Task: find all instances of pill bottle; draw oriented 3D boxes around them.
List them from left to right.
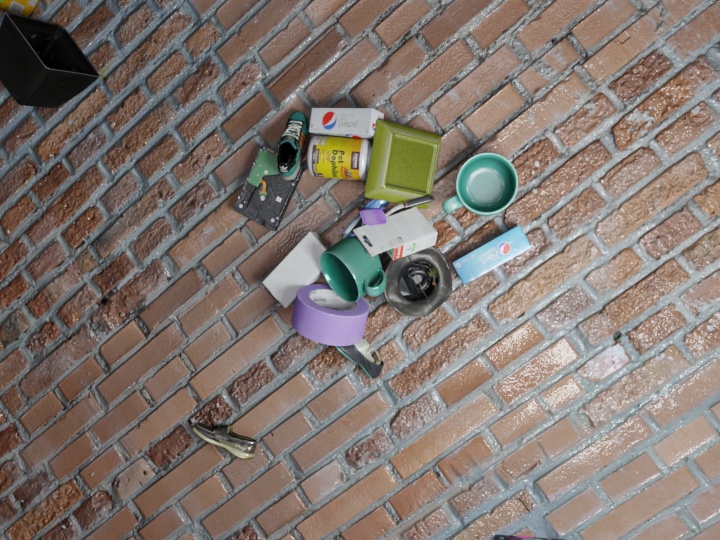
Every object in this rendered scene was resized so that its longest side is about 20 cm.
[{"bbox_3d":[-0.037,-0.300,1.581,0.197,0.109,0.111,6,94,10],"label":"pill bottle"}]

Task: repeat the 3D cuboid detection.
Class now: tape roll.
[{"bbox_3d":[-0.080,0.115,1.558,0.197,0.200,0.086,17,110,9],"label":"tape roll"}]

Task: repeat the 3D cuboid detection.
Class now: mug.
[{"bbox_3d":[-0.006,0.001,1.537,0.114,0.152,0.185,-35,78,-29],"label":"mug"},{"bbox_3d":[0.307,-0.219,1.513,0.182,0.114,0.155,5,94,10],"label":"mug"}]

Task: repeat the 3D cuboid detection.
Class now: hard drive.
[{"bbox_3d":[-0.258,-0.231,1.661,0.138,0.038,0.202,26,98,8],"label":"hard drive"}]

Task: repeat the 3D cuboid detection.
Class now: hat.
[{"bbox_3d":[0.143,0.029,1.575,0.197,0.081,0.204,1,87,-16],"label":"hat"}]

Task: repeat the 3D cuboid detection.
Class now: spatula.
[{"bbox_3d":[0.098,-0.160,1.533,0.197,0.021,0.057,-18,56,1],"label":"spatula"}]

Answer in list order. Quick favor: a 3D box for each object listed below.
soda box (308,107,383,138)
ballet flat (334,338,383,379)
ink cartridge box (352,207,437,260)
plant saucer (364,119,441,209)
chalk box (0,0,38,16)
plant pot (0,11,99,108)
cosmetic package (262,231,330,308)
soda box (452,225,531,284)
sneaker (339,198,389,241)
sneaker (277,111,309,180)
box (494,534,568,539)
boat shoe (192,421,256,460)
[{"bbox_3d":[-0.039,-0.392,1.567,0.198,0.063,0.069,10,94,31],"label":"soda box"},{"bbox_3d":[0.003,0.222,1.581,0.072,0.200,0.074,-21,45,23],"label":"ballet flat"},{"bbox_3d":[0.089,-0.087,1.531,0.198,0.051,0.109,-21,53,-21],"label":"ink cartridge box"},{"bbox_3d":[0.122,-0.274,1.534,0.197,0.048,0.203,8,95,-25],"label":"plant saucer"},{"bbox_3d":[-1.063,-0.859,1.730,0.199,0.124,0.124,39,99,5],"label":"chalk box"},{"bbox_3d":[-0.922,-0.583,1.695,0.177,0.200,0.200,-39,86,23],"label":"plant pot"},{"bbox_3d":[-0.166,-0.002,1.639,0.200,0.071,0.102,-45,85,9],"label":"cosmetic package"},{"bbox_3d":[0.343,-0.041,1.549,0.198,0.064,0.068,-30,88,11],"label":"soda box"},{"bbox_3d":[0.032,-0.133,1.599,0.082,0.074,0.200,43,108,6],"label":"sneaker"},{"bbox_3d":[-0.183,-0.352,1.598,0.070,0.080,0.203,7,74,3],"label":"sneaker"},{"bbox_3d":[0.456,0.791,1.547,0.197,0.115,0.134,0,93,11],"label":"box"},{"bbox_3d":[-0.391,0.481,1.712,0.198,0.073,0.066,24,86,5],"label":"boat shoe"}]
